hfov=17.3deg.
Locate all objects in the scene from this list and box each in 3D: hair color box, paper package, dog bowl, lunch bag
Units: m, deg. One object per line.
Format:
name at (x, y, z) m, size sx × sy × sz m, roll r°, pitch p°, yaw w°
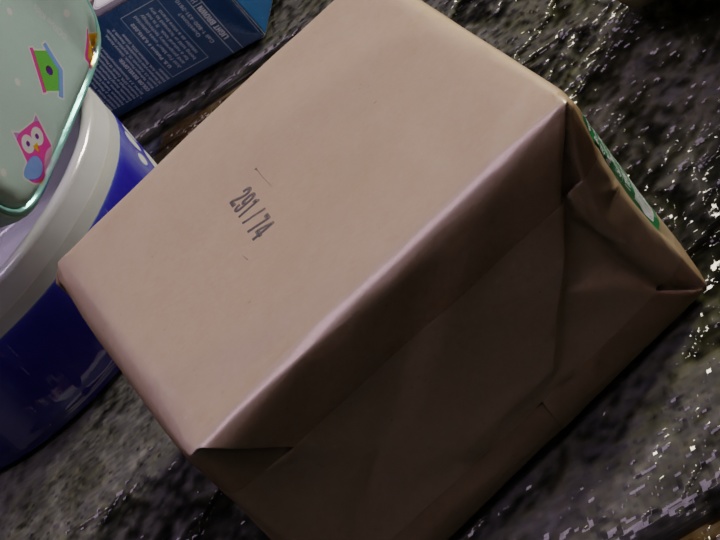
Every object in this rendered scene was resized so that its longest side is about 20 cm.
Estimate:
hair color box at (-0.138, -0.133, 1.277) m, size 0.199 × 0.061 × 0.100 m, roll -26°, pitch 34°, yaw 28°
paper package at (0.000, 0.000, 0.907) m, size 0.191 × 0.104 × 0.200 m, roll -44°, pitch 29°, yaw -1°
dog bowl at (-0.182, 0.003, 1.140) m, size 0.199 × 0.079 × 0.201 m, roll -30°, pitch 32°, yaw 21°
lunch bag at (-0.214, -0.112, 1.045) m, size 0.077 × 0.200 × 0.161 m, roll -20°, pitch 39°, yaw 36°

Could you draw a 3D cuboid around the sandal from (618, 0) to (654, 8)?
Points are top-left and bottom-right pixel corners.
sandal at (0.173, -0.140, 0.936) m, size 0.081 × 0.054 × 0.200 m, roll -54°, pitch 17°, yaw -28°
